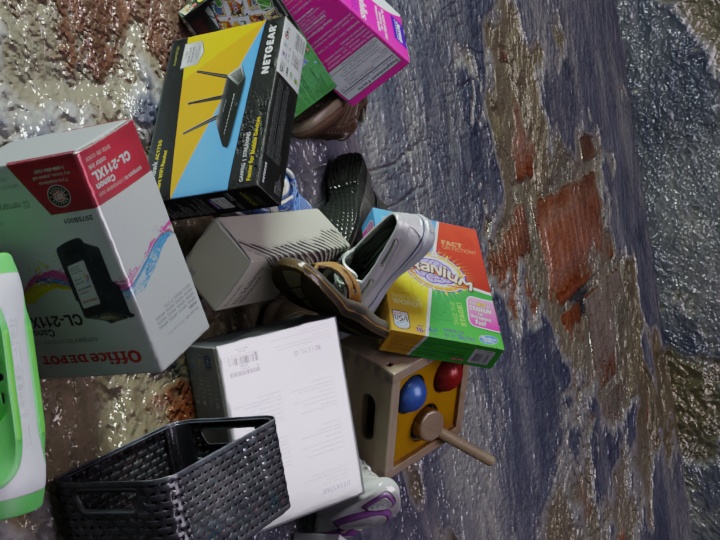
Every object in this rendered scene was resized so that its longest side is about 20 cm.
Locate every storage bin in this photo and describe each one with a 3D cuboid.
[{"bbox_3d":[-0.169,0.209,1.061,0.200,0.134,0.095,-22,104,-62],"label":"storage bin"}]

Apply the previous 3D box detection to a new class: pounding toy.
[{"bbox_3d":[0.073,0.170,1.436,0.183,0.141,0.202,-24,128,-42],"label":"pounding toy"}]

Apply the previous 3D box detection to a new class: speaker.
[{"bbox_3d":[-0.299,0.091,0.892,0.088,0.088,0.202,-9,93,-62],"label":"speaker"}]

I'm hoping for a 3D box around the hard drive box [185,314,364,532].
[{"bbox_3d":[-0.091,0.161,1.223,0.155,0.077,0.202,-12,95,-34],"label":"hard drive box"}]

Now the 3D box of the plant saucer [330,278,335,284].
[{"bbox_3d":[0.006,0.093,1.554,0.070,0.019,0.202,-46,125,-56],"label":"plant saucer"}]

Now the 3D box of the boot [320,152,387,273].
[{"bbox_3d":[-0.006,-0.047,1.512,0.131,0.067,0.201,59,36,-44],"label":"boot"}]

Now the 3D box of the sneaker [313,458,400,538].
[{"bbox_3d":[-0.013,0.258,1.341,0.074,0.200,0.101,5,68,-22],"label":"sneaker"}]

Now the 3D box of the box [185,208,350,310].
[{"bbox_3d":[-0.102,-0.016,1.265,0.068,0.082,0.199,48,27,17],"label":"box"}]

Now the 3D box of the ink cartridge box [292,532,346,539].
[{"bbox_3d":[-0.018,0.411,1.385,0.200,0.067,0.116,50,43,-47],"label":"ink cartridge box"}]

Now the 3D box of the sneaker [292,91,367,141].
[{"bbox_3d":[-0.033,-0.199,1.484,0.200,0.070,0.076,-50,129,-54],"label":"sneaker"}]

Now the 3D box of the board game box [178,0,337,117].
[{"bbox_3d":[-0.115,-0.254,1.314,0.023,0.104,0.200,52,-1,45],"label":"board game box"}]

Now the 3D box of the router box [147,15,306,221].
[{"bbox_3d":[-0.141,-0.156,1.179,0.051,0.148,0.202,42,48,-52],"label":"router box"}]

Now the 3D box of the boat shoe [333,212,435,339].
[{"bbox_3d":[0.000,0.000,1.324,0.066,0.200,0.074,20,31,-39],"label":"boat shoe"}]

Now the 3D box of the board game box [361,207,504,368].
[{"bbox_3d":[0.086,0.020,1.404,0.151,0.040,0.201,11,45,-21],"label":"board game box"}]

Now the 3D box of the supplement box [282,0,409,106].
[{"bbox_3d":[-0.043,-0.310,1.382,0.200,0.103,0.102,35,33,-39],"label":"supplement box"}]

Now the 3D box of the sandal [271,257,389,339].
[{"bbox_3d":[-0.026,0.023,1.247,0.200,0.081,0.055,34,69,-48],"label":"sandal"}]

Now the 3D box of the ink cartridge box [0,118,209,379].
[{"bbox_3d":[-0.235,-0.013,0.971,0.083,0.144,0.202,-48,126,-54],"label":"ink cartridge box"}]

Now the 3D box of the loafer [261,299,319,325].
[{"bbox_3d":[-0.087,0.126,1.312,0.076,0.067,0.202,37,53,-54],"label":"loafer"}]

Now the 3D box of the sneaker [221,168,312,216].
[{"bbox_3d":[-0.102,-0.079,1.317,0.200,0.076,0.077,19,66,-62],"label":"sneaker"}]
